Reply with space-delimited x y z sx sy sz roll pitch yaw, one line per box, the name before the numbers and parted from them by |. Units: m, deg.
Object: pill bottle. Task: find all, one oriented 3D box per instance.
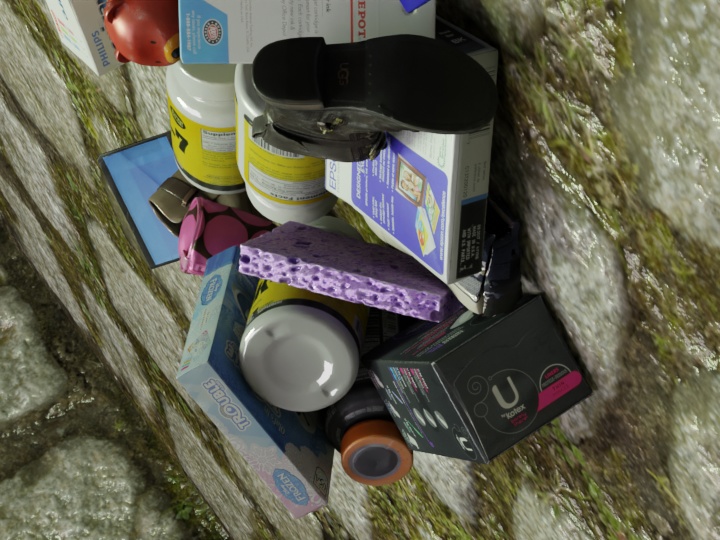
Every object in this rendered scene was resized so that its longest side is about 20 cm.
pill bottle | 0.014 0.120 1.738 0.200 0.106 0.106 -92 -11 -49
pill bottle | -0.140 -0.174 1.775 0.114 0.114 0.200 52 161 21
pill bottle | -0.048 0.036 1.679 0.200 0.114 0.115 -78 -30 -59
pill bottle | -0.061 -0.130 1.628 0.114 0.114 0.200 52 162 19

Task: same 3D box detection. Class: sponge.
sponge | 0.000 0.000 1.579 0.199 0.112 0.030 14 107 20

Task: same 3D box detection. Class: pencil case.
pencil case | -0.101 -0.005 1.861 0.199 0.094 0.091 20 152 -14

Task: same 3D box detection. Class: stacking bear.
stacking bear | -0.129 -0.244 1.500 0.114 0.200 0.122 51 162 22

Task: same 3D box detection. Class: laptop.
laptop | -0.229 -0.080 2.222 0.200 0.103 0.178 26 144 60

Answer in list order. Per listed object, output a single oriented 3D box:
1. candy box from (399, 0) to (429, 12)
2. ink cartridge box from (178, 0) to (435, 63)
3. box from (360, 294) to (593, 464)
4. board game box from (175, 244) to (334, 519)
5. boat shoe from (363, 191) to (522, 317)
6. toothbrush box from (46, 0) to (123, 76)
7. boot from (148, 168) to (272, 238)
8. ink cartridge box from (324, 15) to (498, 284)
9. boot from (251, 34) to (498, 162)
candy box | 0.048 -0.281 1.159 0.169 0.077 0.200 59 162 -6
ink cartridge box | -0.038 -0.220 1.346 0.067 0.199 0.116 -57 -33 -76
box | 0.101 0.096 1.570 0.106 0.122 0.200 61 164 -7
board game box | -0.093 0.107 1.708 0.200 0.043 0.199 53 -156 -26
boat shoe | 0.071 -0.052 1.514 0.200 0.075 0.093 40 145 35
toothbrush box | -0.196 -0.297 1.601 0.086 0.200 0.146 41 157 43
boot | -0.173 -0.109 1.943 0.200 0.146 0.070 53 164 19
ink cartridge box | 0.037 -0.120 1.430 0.200 0.043 0.199 39 136 47
boot | 0.007 -0.124 1.340 0.174 0.199 0.070 76 -156 -76
